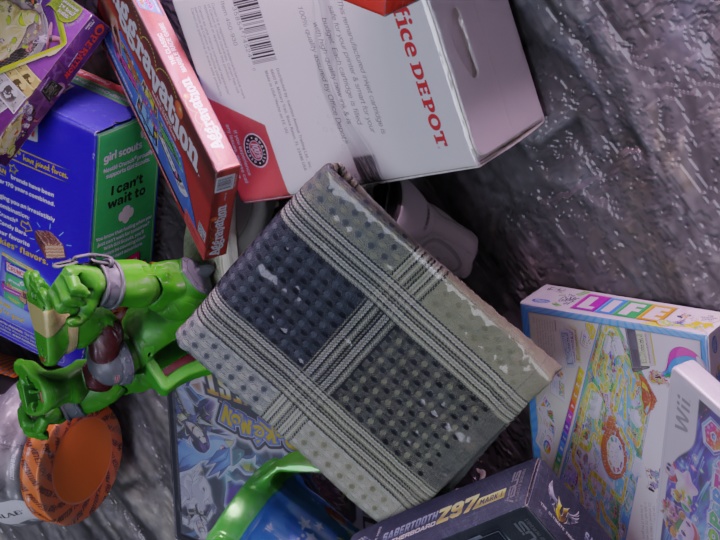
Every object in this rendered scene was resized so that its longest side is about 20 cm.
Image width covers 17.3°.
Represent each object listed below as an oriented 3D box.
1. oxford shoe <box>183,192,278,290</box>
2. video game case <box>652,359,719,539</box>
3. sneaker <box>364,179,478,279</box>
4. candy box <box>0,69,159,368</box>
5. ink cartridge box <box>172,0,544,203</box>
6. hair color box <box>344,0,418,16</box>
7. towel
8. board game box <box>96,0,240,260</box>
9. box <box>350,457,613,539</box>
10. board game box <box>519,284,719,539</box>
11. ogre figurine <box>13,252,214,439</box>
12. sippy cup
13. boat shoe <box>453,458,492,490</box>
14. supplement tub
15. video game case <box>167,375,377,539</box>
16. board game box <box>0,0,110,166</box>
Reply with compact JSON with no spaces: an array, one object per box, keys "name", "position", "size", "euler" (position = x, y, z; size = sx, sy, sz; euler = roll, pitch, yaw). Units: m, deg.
[{"name":"oxford shoe","position":[-0.085,-0.029,1.610],"size":[0.075,0.058,0.200],"euler":[44,139,47]},{"name":"video game case","position":[0.237,0.161,1.351],"size":[0.200,0.018,0.143],"euler":[45,145,44]},{"name":"sneaker","position":[0.000,0.000,1.553],"size":[0.081,0.075,0.200],"euler":[23,157,-26]},{"name":"candy box","position":[-0.232,-0.050,1.704],"size":[0.169,0.077,0.200],"euler":[25,125,28]},{"name":"ink cartridge box","position":[-0.001,-0.132,1.479],"size":[0.200,0.083,0.147],"euler":[-6,107,40]},{"name":"hair color box","position":[0.035,-0.211,1.334],"size":[0.101,0.200,0.061],"euler":[24,124,27]},{"name":"towel","position":[0.005,0.051,1.488],"size":[0.200,0.035,0.193],"euler":[43,127,1]},{"name":"board game box","position":[-0.129,-0.115,1.558],"size":[0.103,0.019,0.200],"euler":[105,143,-56]},{"name":"box","position":[0.106,0.223,1.507],"size":[0.158,0.051,0.200],"euler":[-28,114,33]},{"name":"board game box","position":[0.173,0.115,1.495],"size":[0.134,0.034,0.200],"euler":[10,117,35]},{"name":"ogre figurine","position":[-0.167,0.048,1.616],"size":[0.098,0.120,0.200],"euler":[53,146,43]},{"name":"sippy cup","position":[-0.039,0.218,1.620],"size":[0.130,0.140,0.178],"euler":[30,152,11]},{"name":"boat shoe","position":[0.073,0.166,1.565],"size":[0.060,0.074,0.200],"euler":[-5,111,52]},{"name":"supplement tub","position":[-0.286,0.121,1.797],"size":[0.200,0.123,0.123],"euler":[15,120,33]},{"name":"video game case","position":[-0.054,0.139,1.690],"size":[0.200,0.025,0.181],"euler":[15,120,32]},{"name":"board game box","position":[-0.274,-0.168,1.641],"size":[0.200,0.032,0.120],"euler":[37,93,34]}]
